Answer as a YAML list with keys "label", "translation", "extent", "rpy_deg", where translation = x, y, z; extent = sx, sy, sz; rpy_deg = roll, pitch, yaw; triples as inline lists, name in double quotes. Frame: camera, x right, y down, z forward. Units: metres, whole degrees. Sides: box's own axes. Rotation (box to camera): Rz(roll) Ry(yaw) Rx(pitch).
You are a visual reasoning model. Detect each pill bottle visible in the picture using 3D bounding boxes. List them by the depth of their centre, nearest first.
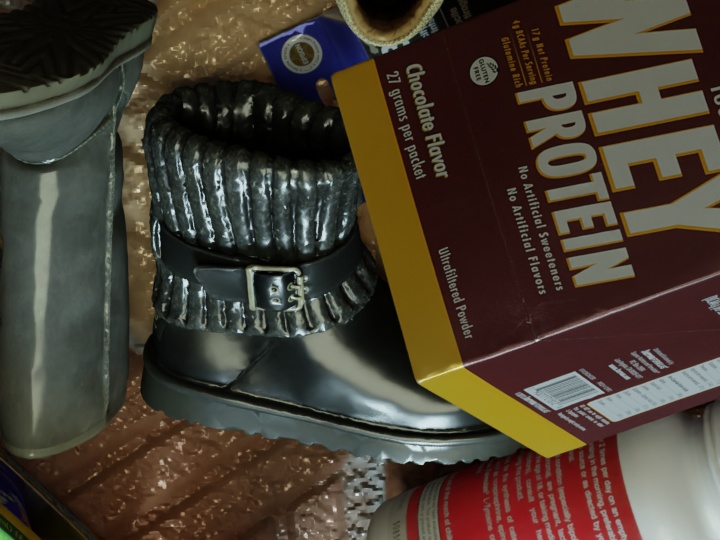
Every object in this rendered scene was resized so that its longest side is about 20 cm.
- label: "pill bottle"
  translation: [0.112, 0.128, 1.191]
  extent: [0.199, 0.112, 0.113]
  rpy_deg: [-23, 113, 20]

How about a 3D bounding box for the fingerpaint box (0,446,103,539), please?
- label: "fingerpaint box"
  translation: [-0.183, 0.125, 1.160]
  extent: [0.073, 0.167, 0.200]
  rpy_deg: [-45, 108, 0]

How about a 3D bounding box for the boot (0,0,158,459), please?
- label: "boot"
  translation: [-0.145, -0.013, 1.111]
  extent: [0.072, 0.182, 0.201]
  rpy_deg: [21, 112, 19]

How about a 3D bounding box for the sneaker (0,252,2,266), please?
- label: "sneaker"
  translation: [-0.216, -0.051, 1.138]
  extent: [0.088, 0.081, 0.201]
  rpy_deg: [-1, 115, 6]

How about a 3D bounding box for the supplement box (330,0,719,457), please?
- label: "supplement box"
  translation: [0.125, -0.030, 1.036]
  extent: [0.199, 0.197, 0.133]
  rpy_deg: [-21, 71, 14]

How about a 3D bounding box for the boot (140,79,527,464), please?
- label: "boot"
  translation: [-0.001, 0.001, 1.157]
  extent: [0.210, 0.080, 0.159]
  rpy_deg: [6, 120, -5]

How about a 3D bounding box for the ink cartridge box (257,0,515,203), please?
- label: "ink cartridge box"
  translation: [0.062, -0.100, 1.150]
  extent: [0.199, 0.037, 0.095]
  rpy_deg: [-23, 113, 10]

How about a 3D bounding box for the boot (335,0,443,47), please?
- label: "boot"
  translation: [0.019, -0.195, 1.030]
  extent: [0.072, 0.155, 0.201]
  rpy_deg: [9, 101, 0]
